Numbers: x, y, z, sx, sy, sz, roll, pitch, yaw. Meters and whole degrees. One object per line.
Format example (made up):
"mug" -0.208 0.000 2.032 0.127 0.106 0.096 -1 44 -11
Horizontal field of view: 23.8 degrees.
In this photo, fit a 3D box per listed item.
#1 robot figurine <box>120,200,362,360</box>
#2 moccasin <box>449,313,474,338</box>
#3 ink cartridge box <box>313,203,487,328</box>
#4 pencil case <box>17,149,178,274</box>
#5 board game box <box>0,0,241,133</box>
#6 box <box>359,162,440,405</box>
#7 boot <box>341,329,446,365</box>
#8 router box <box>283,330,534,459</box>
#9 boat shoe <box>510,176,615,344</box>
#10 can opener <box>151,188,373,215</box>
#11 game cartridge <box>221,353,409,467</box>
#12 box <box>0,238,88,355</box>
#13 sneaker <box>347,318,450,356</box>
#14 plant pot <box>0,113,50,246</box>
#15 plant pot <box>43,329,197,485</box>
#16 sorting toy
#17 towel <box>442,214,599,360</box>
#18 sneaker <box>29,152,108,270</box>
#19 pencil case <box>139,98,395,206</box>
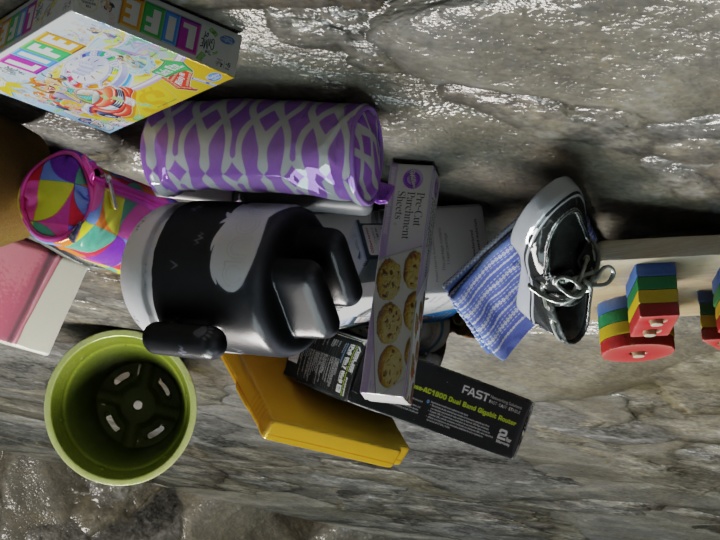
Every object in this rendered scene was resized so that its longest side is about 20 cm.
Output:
"robot figurine" -0.099 0.007 1.379 0.199 0.126 0.150 3 180 30
"moccasin" 0.115 0.028 1.696 0.077 0.074 0.201 4 175 -13
"ink cartridge box" 0.000 0.000 1.541 0.198 0.087 0.146 -5 168 -17
"pencil case" -0.207 -0.041 1.473 0.088 0.089 0.200 1 168 27
"board game box" -0.197 -0.159 1.273 0.134 0.035 0.199 19 161 -31
"box" 0.034 0.011 1.430 0.041 0.202 0.039 6 167 13
"boot" -0.012 0.047 1.814 0.199 0.066 0.165 17 -175 -5
"router box" 0.045 0.114 1.647 0.199 0.063 0.150 21 176 -26
"boat shoe" 0.169 -0.001 1.420 0.068 0.073 0.200 46 157 26
"can opener" -0.087 -0.084 1.439 0.198 0.054 0.067 6 165 8
"game cartridge" -0.057 0.115 1.709 0.175 0.033 0.200 18 -154 -35
"box" -0.388 -0.012 1.672 0.199 0.110 0.128 19 -166 -33
"sneaker" -0.011 0.025 1.670 0.199 0.076 0.087 18 -178 14
"plant pot" -0.365 -0.081 1.430 0.199 0.188 0.186 2 172 -40
"plant pot" -0.311 0.181 2.295 0.198 0.202 0.190 9 177 0
"sorting toy" 0.302 0.031 1.523 0.198 0.070 0.199 -3 163 1
"towel" 0.149 0.004 1.494 0.024 0.145 0.200 47 180 24
"sneaker" -0.265 -0.054 1.599 0.198 0.077 0.114 21 167 -21
"pencil case" -0.078 -0.091 1.347 0.198 0.084 0.086 4 129 23
